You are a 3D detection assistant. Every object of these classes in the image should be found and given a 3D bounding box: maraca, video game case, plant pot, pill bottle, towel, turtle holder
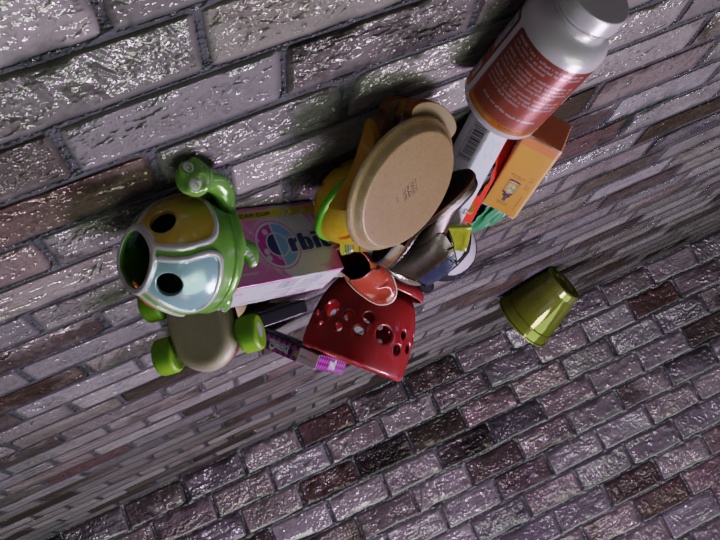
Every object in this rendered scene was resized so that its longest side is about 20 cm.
[{"bbox_3d":[0.015,-0.102,1.132,0.199,0.107,0.138,-24,154,-39],"label":"maraca"},{"bbox_3d":[-0.135,0.157,1.641,0.036,0.179,0.200,-68,164,-4],"label":"video game case"},{"bbox_3d":[0.577,0.101,2.570,0.193,0.201,0.199,-46,157,24],"label":"plant pot"},{"bbox_3d":[0.215,-0.253,0.951,0.111,0.113,0.200,-16,162,-32],"label":"pill bottle"},{"bbox_3d":[-0.214,0.094,1.431,0.198,0.026,0.180,-18,-176,-27],"label":"video game case"},{"bbox_3d":[0.011,0.088,1.504,0.200,0.198,0.185,37,73,-73],"label":"plant pot"},{"bbox_3d":[0.065,-0.046,1.224,0.197,0.018,0.086,-1,163,2],"label":"towel"},{"bbox_3d":[-0.203,-0.027,0.960,0.131,0.142,0.185,-6,156,-48],"label":"turtle holder"}]

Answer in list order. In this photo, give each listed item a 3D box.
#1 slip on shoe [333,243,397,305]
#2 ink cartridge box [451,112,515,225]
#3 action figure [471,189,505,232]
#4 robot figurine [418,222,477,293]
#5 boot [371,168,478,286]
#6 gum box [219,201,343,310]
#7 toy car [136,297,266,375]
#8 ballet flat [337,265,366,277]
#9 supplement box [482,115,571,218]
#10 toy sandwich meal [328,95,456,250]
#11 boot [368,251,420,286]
[{"bbox_3d":[0.000,0.000,1.345,0.073,0.062,0.200,-27,132,13],"label":"slip on shoe"},{"bbox_3d":[0.183,-0.142,1.244,0.199,0.047,0.161,7,113,-60],"label":"ink cartridge box"},{"bbox_3d":[0.252,-0.127,1.524,0.117,0.055,0.200,-14,156,-44],"label":"action figure"},{"bbox_3d":[0.147,-0.049,1.469,0.123,0.152,0.200,-17,164,11],"label":"robot figurine"},{"bbox_3d":[0.114,-0.057,1.148,0.096,0.075,0.200,32,127,-25],"label":"boot"},{"bbox_3d":[-0.126,-0.025,1.136,0.198,0.115,0.066,-11,159,-42],"label":"gum box"},{"bbox_3d":[-0.220,0.067,1.257,0.162,0.160,0.200,-16,178,9],"label":"toy car"},{"bbox_3d":[-0.014,-0.027,1.402,0.199,0.071,0.071,-31,164,19],"label":"ballet flat"},{"bbox_3d":[0.268,-0.170,1.327,0.069,0.066,0.201,-62,179,-32],"label":"supplement box"},{"bbox_3d":[0.041,-0.123,1.027,0.204,0.070,0.207,-32,142,-29],"label":"toy sandwich meal"},{"bbox_3d":[0.087,-0.070,1.295,0.153,0.074,0.203,-35,128,21],"label":"boot"}]
